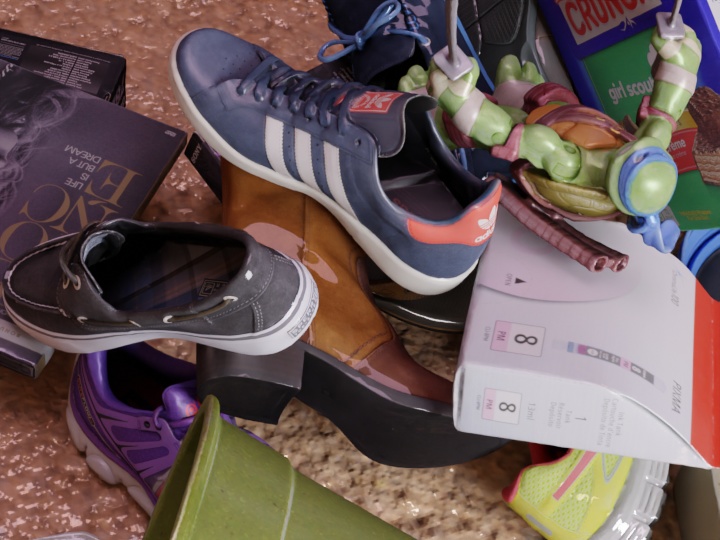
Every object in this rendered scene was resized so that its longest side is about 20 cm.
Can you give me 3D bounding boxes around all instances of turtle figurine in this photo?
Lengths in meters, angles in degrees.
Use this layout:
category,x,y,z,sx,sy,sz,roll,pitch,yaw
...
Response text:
category,x,y,z,sx,sy,sz,roll,pitch,yaw
turtle figurine,0.103,-0.111,0.884,0.144,0.201,0.194,-40,24,-15

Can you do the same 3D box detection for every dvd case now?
category,x,y,z,sx,sy,sz,roll,pitch,yaw
dvd case,-0.208,-0.040,0.950,0.147,0.016,0.201,21,50,6

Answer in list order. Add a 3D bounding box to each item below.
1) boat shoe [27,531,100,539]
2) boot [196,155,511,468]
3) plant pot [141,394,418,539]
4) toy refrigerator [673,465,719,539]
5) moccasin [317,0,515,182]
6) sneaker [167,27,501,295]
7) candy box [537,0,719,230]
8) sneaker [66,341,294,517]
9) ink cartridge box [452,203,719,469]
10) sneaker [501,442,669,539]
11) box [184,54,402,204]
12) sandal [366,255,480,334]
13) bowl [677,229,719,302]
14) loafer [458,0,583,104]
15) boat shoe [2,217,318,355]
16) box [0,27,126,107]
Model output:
category,x,y,z,sx,sy,sz,roll,pitch,yaw
boat shoe,-0.202,0.176,0.782,0.199,0.069,0.075,-27,57,-30
boot,0.000,0.000,0.906,0.186,0.069,0.202,13,55,-14
plant pot,-0.017,0.183,0.748,0.188,0.201,0.201,20,47,-8
toy refrigerator,0.221,0.178,0.854,0.075,0.070,0.201,5,47,-5
moccasin,0.029,-0.131,1.007,0.068,0.081,0.201,-26,74,-44
sneaker,-0.009,-0.077,0.856,0.199,0.085,0.075,35,51,2
candy box,0.194,-0.128,0.968,0.077,0.169,0.202,-26,98,-19
sneaker,-0.082,0.102,0.861,0.199,0.084,0.081,34,52,19
ink cartridge box,0.156,0.035,0.864,0.198,0.058,0.163,5,32,9
sneaker,0.135,0.072,0.920,0.090,0.078,0.201,26,48,-1
box,0.007,-0.067,1.036,0.199,0.036,0.143,-31,78,-33
sandal,0.024,-0.018,0.963,0.198,0.055,0.082,18,63,-18
bowl,0.292,0.027,1.024,0.198,0.040,0.202,5,48,-5
loafer,0.109,-0.132,1.065,0.063,0.072,0.202,10,62,-45
boat shoe,-0.116,0.003,0.823,0.199,0.066,0.070,7,65,36
box,-0.266,-0.077,1.013,0.198,0.050,0.200,13,48,1
